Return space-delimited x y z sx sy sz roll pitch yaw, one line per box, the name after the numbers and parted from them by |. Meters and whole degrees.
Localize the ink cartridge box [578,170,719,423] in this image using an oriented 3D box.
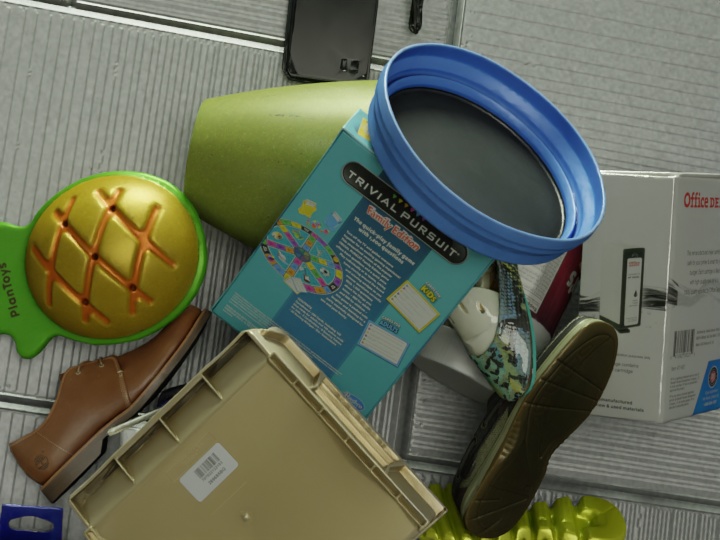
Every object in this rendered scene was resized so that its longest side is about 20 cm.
0.245 0.018 1.661 0.084 0.146 0.201 5 93 30 | ink cartridge box

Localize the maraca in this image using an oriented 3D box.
-0.219 -0.004 1.617 0.199 0.107 0.138 -17 83 9 | maraca

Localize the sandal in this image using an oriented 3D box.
0.117 0.233 1.670 0.199 0.080 0.087 8 122 1 | sandal

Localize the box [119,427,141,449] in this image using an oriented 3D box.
-0.140 0.230 1.595 0.112 0.101 0.201 4 82 -4 | box

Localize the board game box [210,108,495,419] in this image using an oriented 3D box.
0.000 0.000 1.542 0.151 0.047 0.200 37 119 -1 | board game box

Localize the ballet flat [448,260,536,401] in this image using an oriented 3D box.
0.091 0.007 1.586 0.074 0.074 0.201 -1 62 -12 | ballet flat

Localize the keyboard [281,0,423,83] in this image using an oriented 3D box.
0.004 -0.254 1.735 0.126 0.021 0.201 8 82 -5 | keyboard

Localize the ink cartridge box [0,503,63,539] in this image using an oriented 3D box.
-0.269 0.287 1.582 0.136 0.076 0.201 6 80 -11 | ink cartridge box

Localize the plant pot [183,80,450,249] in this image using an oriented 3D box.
-0.038 -0.078 1.635 0.199 0.187 0.188 11 80 3 | plant pot

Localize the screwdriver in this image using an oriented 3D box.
-0.161 0.116 1.569 0.028 0.200 0.029 -11 96 14 | screwdriver

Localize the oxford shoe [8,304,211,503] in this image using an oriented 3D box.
-0.202 0.092 1.624 0.071 0.071 0.200 44 78 2 | oxford shoe

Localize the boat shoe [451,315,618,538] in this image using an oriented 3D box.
0.131 0.117 1.609 0.072 0.066 0.202 21 103 -37 | boat shoe

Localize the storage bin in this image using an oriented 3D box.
-0.078 0.177 1.485 0.200 0.094 0.199 -43 85 6 | storage bin

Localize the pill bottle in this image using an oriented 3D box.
0.125 0.005 1.680 0.109 0.110 0.201 29 78 -7 | pill bottle

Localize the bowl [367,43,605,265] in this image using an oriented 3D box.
0.093 -0.086 1.508 0.200 0.039 0.201 24 38 -20 | bowl
